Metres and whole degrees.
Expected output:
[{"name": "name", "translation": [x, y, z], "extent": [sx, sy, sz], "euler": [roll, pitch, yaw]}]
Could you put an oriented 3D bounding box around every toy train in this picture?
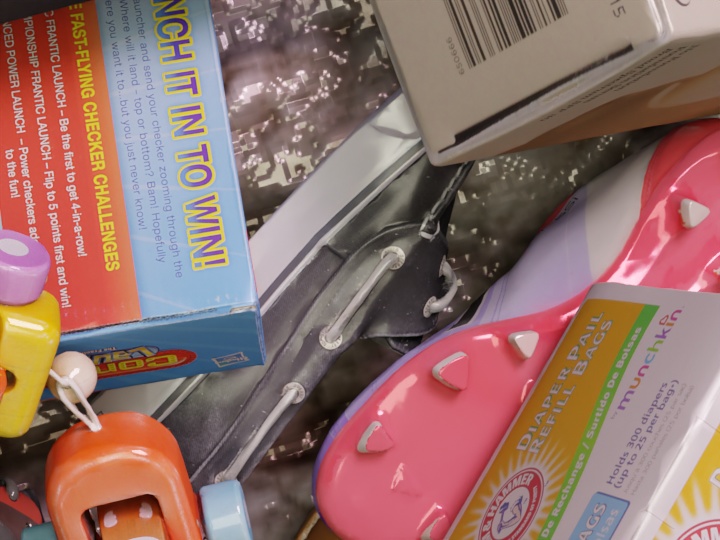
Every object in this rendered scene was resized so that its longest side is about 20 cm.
[{"name": "toy train", "translation": [-0.134, 0.070, 0.700], "extent": [0.200, 0.056, 0.150], "euler": [-10, 121, -3]}]

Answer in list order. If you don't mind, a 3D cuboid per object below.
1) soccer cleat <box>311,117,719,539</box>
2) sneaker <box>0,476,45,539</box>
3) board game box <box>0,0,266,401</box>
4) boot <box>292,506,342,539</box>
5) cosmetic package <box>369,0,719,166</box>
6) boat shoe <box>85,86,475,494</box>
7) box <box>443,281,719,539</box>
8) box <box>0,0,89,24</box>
[{"name": "soccer cleat", "translation": [0.062, 0.021, 0.800], "extent": [0.200, 0.076, 0.067], "euler": [-40, 106, -12]}, {"name": "sneaker", "translation": [-0.148, 0.098, 0.804], "extent": [0.200, 0.077, 0.082], "euler": [38, 60, -5]}, {"name": "board game box", "translation": [-0.141, -0.053, 0.770], "extent": [0.195, 0.056, 0.200], "euler": [-9, 68, -3]}, {"name": "boot", "translation": [-0.006, 0.147, 0.758], "extent": [0.077, 0.155, 0.200], "euler": [30, 82, -3]}, {"name": "cosmetic package", "translation": [0.108, -0.092, 0.753], "extent": [0.200, 0.105, 0.071], "euler": [-13, 80, -44]}, {"name": "boat shoe", "translation": [0.000, 0.000, 0.809], "extent": [0.068, 0.072, 0.200], "euler": [44, 87, 0]}, {"name": "box", "translation": [0.138, 0.102, 0.740], "extent": [0.200, 0.101, 0.113], "euler": [36, 79, -21]}, {"name": "box", "translation": [-0.084, -0.192, 0.686], "extent": [0.148, 0.124, 0.200], "euler": [-15, 65, -12]}]
